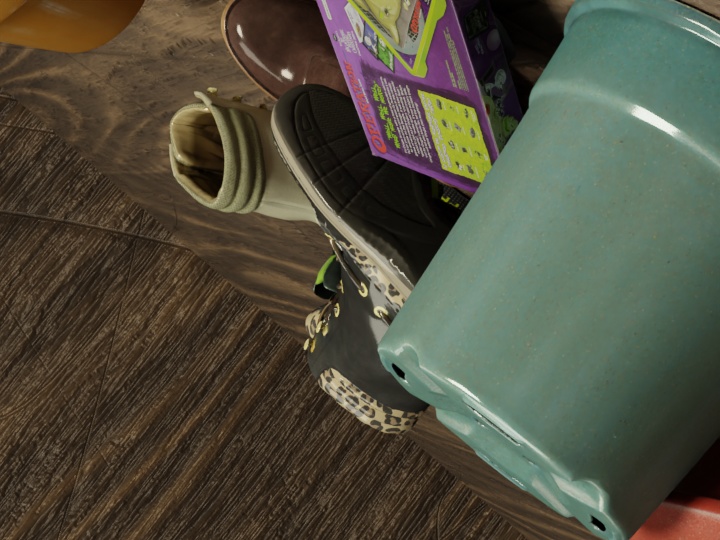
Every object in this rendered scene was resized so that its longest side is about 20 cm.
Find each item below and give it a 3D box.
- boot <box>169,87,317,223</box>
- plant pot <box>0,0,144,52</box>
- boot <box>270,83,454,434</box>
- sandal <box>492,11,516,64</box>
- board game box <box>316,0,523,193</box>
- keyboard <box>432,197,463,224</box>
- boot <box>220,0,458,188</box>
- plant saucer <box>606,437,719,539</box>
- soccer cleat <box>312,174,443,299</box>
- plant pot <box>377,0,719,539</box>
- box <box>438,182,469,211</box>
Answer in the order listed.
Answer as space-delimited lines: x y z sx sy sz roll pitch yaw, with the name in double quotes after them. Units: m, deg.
-0.057 -0.092 1.085 0.153 0.072 0.201 10 -149 -27 "boot"
-0.241 -0.239 1.098 0.200 0.201 0.183 33 -174 30 "plant pot"
0.000 0.000 0.967 0.200 0.073 0.151 47 146 8 "boot"
0.014 -0.148 0.915 0.200 0.043 0.076 30 168 45 "sandal"
0.022 -0.131 0.821 0.119 0.032 0.201 21 144 42 "board game box"
0.076 0.017 1.056 0.126 0.021 0.199 -20 136 42 "keyboard"
0.013 -0.117 0.977 0.199 0.073 0.166 31 176 -12 "boot"
0.214 0.077 0.765 0.037 0.199 0.200 54 170 -2 "plant saucer"
0.011 -0.014 1.129 0.080 0.202 0.068 8 166 -14 "soccer cleat"
0.122 0.007 0.760 0.200 0.197 0.200 38 172 6 "plant pot"
0.061 -0.026 1.329 0.160 0.044 0.200 36 171 14 "box"
